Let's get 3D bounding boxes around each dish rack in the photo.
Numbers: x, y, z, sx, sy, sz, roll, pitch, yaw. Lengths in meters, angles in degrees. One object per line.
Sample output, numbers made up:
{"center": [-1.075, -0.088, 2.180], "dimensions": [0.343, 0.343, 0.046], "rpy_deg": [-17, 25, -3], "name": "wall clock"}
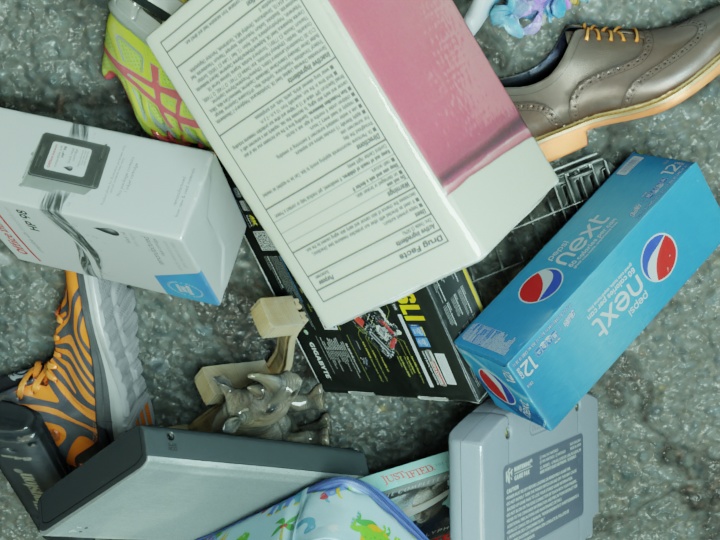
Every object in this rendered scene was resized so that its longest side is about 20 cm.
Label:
{"center": [0.119, -0.002, 0.933], "dimensions": [0.199, 0.055, 0.154], "rpy_deg": [-21, 115, 6], "name": "dish rack"}

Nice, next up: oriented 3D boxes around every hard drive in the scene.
{"center": [-0.110, 0.159, 0.893], "dimensions": [0.199, 0.033, 0.139], "rpy_deg": [13, 142, -42], "name": "hard drive"}

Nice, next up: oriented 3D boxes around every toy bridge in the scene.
{"center": [-0.095, 0.087, 0.957], "dimensions": [0.067, 0.027, 0.200], "rpy_deg": [-4, 146, -42], "name": "toy bridge"}

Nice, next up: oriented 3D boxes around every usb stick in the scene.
{"center": [-0.249, 0.162, 0.962], "dimensions": [0.055, 0.033, 0.201], "rpy_deg": [12, 145, 12], "name": "usb stick"}

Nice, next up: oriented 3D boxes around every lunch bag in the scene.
{"center": [-0.033, 0.246, 0.904], "dimensions": [0.200, 0.083, 0.161], "rpy_deg": [-33, 113, 30], "name": "lunch bag"}

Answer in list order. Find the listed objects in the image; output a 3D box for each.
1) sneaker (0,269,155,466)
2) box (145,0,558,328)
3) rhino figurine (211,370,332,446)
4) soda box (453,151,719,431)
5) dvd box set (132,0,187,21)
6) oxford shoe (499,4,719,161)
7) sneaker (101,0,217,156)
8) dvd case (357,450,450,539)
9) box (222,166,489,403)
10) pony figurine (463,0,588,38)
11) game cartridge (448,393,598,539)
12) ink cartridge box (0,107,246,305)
{"center": [-0.229, 0.065, 0.942], "dimensions": [0.111, 0.078, 0.201], "rpy_deg": [-2, 107, 9], "name": "sneaker"}
{"center": [-0.003, -0.091, 0.699], "dimensions": [0.127, 0.109, 0.201], "rpy_deg": [-25, 100, 42], "name": "box"}
{"center": [-0.068, 0.119, 0.936], "dimensions": [0.087, 0.060, 0.200], "rpy_deg": [-9, 154, 0], "name": "rhino figurine"}
{"center": [0.161, 0.011, 0.848], "dimensions": [0.200, 0.064, 0.068], "rpy_deg": [-44, 119, -15], "name": "soda box"}
{"center": [-0.039, -0.224, 0.789], "dimensions": [0.146, 0.029, 0.201], "rpy_deg": [31, 84, -14], "name": "dvd box set"}
{"center": [0.179, -0.144, 0.859], "dimensions": [0.199, 0.071, 0.073], "rpy_deg": [-27, 108, 11], "name": "oxford shoe"}
{"center": [-0.106, -0.112, 0.836], "dimensions": [0.200, 0.078, 0.091], "rpy_deg": [47, 126, 23], "name": "sneaker"}
{"center": [0.038, 0.219, 0.987], "dimensions": [0.145, 0.022, 0.201], "rpy_deg": [-11, 135, -31], "name": "dvd case"}
{"center": [0.000, 0.000, 0.883], "dimensions": [0.159, 0.049, 0.201], "rpy_deg": [-3, 121, 43], "name": "box"}
{"center": [0.098, -0.226, 0.763], "dimensions": [0.199, 0.167, 0.194], "rpy_deg": [-15, 142, -38], "name": "pony figurine"}
{"center": [0.125, 0.157, 0.930], "dimensions": [0.041, 0.199, 0.134], "rpy_deg": [-3, 92, 35], "name": "game cartridge"}
{"center": [-0.189, -0.046, 0.839], "dimensions": [0.199, 0.067, 0.116], "rpy_deg": [12, 159, 12], "name": "ink cartridge box"}
